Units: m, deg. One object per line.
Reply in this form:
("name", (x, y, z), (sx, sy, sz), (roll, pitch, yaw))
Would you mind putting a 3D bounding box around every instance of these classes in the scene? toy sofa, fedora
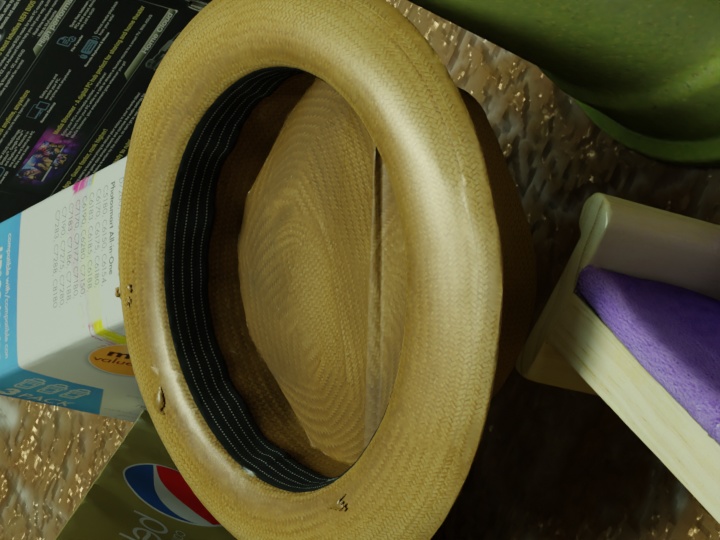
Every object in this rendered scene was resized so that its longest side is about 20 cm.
("toy sofa", (0.140, 0.044, 0.792), (0.200, 0.082, 0.098), (49, 120, 47))
("fedora", (0.000, 0.000, 0.886), (0.200, 0.081, 0.202), (12, 107, 45))

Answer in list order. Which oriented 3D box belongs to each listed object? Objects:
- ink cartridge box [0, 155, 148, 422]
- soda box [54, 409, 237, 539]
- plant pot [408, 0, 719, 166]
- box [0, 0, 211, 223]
("ink cartridge box", (-0.050, 0.002, 1.026), (0.200, 0.115, 0.068), (-23, 61, 48))
("soda box", (-0.084, 0.121, 0.990), (0.200, 0.064, 0.068), (-60, -5, -74))
("plant pot", (0.061, -0.150, 0.868), (0.200, 0.183, 0.202), (-20, 64, 49))
("box", (-0.139, -0.060, 1.124), (0.200, 0.159, 0.044), (-51, 44, 32))
